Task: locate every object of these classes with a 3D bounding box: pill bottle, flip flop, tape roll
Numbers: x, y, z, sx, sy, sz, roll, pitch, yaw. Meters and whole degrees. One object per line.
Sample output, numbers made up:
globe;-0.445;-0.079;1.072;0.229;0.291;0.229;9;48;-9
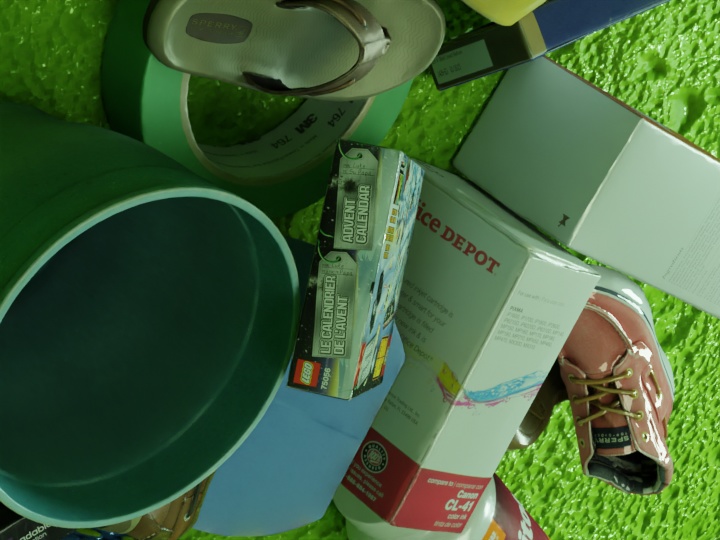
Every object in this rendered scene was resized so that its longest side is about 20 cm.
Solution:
pill bottle;0.059;0.187;1.578;0.113;0.113;0.200;-46;137;-6
flip flop;-0.030;-0.130;1.258;0.199;0.058;0.081;3;115;-41
tape roll;-0.055;-0.127;1.317;0.200;0.048;0.201;-22;129;-29

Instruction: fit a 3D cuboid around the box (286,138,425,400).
box;0.000;0.000;1.276;0.200;0.040;0.138;9;92;-85

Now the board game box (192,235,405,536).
board game box;-0.069;0.069;1.410;0.158;0.039;0.201;25;102;-13

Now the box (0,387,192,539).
box;-0.204;0.105;1.276;0.200;0.143;0.036;-31;132;-21

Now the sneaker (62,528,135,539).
sneaker;-0.179;0.201;1.415;0.199;0.071;0.083;22;96;-49

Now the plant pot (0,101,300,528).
plant pot;-0.166;0.004;1.207;0.200;0.188;0.201;-22;131;-28

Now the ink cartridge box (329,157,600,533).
ink cartridge box;0.043;0.048;1.445;0.085;0.148;0.200;17;106;-48

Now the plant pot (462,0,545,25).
plant pot;0.104;-0.253;1.278;0.189;0.201;0.200;-45;140;18

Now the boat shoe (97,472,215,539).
boat shoe;-0.104;0.069;1.356;0.068;0.072;0.201;19;99;-38

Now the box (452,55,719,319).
box;0.181;-0.057;1.510;0.200;0.124;0.098;22;102;-47

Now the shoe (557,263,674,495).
shoe;0.171;0.078;1.511;0.071;0.091;0.200;-10;147;19

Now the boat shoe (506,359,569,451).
boat shoe;0.109;0.073;1.552;0.200;0.063;0.074;-34;101;-61

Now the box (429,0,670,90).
box;0.151;-0.169;1.417;0.199;0.121;0.033;-23;95;-27
